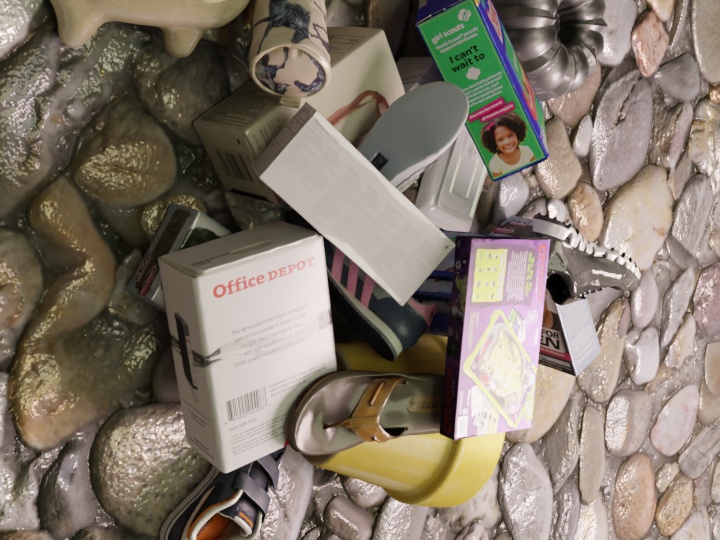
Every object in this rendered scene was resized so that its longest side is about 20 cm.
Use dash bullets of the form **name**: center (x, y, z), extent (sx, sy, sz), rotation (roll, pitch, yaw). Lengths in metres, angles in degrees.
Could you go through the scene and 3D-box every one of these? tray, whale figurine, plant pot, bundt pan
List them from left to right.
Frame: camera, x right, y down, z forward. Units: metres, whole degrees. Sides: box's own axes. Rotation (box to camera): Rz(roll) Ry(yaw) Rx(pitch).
- **whale figurine**: center (-0.191, -0.274, 0.896), extent (0.197, 0.104, 0.161), rotation (-24, 116, -8)
- **plant pot**: center (0.032, 0.158, 1.104), extent (0.186, 0.200, 0.205), rotation (11, 92, -31)
- **tray**: center (0.135, -0.150, 1.237), extent (0.106, 0.022, 0.203), rotation (20, 85, -42)
- **bundt pan**: center (0.248, -0.316, 1.260), extent (0.200, 0.075, 0.206), rotation (-8, 102, -42)

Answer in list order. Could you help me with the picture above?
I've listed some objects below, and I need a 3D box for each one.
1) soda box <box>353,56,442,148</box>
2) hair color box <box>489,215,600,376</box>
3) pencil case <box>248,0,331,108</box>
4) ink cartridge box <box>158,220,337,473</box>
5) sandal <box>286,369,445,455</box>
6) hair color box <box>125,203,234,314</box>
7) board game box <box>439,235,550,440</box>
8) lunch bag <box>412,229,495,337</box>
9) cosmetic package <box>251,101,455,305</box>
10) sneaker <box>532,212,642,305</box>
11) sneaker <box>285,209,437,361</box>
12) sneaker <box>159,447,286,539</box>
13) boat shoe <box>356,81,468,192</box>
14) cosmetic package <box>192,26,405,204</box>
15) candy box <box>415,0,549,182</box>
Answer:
- **soda box**: center (0.026, -0.154, 1.111), extent (0.201, 0.068, 0.064), rotation (-51, 126, -20)
- **hair color box**: center (0.245, 0.034, 1.308), extent (0.060, 0.098, 0.202), rotation (-36, 120, -28)
- **pencil case**: center (-0.067, -0.261, 0.942), extent (0.090, 0.076, 0.203), rotation (81, 7, -65)
- **ink cartridge box**: center (-0.104, 0.068, 0.954), extent (0.143, 0.083, 0.204), rotation (-19, 115, -33)
- **sandal**: center (0.023, 0.143, 0.974), extent (0.197, 0.054, 0.083), rotation (2, 96, -24)
- **hair color box**: center (-0.132, 0.026, 1.015), extent (0.199, 0.060, 0.100), rotation (36, 77, -39)
- **board game box**: center (0.139, 0.067, 1.009), extent (0.118, 0.032, 0.204), rotation (1, 97, -34)
- **lunch bag**: center (0.103, 0.016, 1.116), extent (0.160, 0.197, 0.077), rotation (-38, 124, -47)
- **cosmetic package**: center (-0.005, -0.062, 0.946), extent (0.083, 0.051, 0.200), rotation (-46, 115, 5)
- **sneaker**: center (0.269, 0.004, 1.208), extent (0.198, 0.066, 0.092), rotation (23, 87, -37)
- **sneaker**: center (0.000, 0.000, 1.056), extent (0.082, 0.201, 0.070), rotation (-35, 165, -16)
- **sneaker**: center (-0.125, 0.233, 1.053), extent (0.201, 0.079, 0.079), rotation (-55, 127, -20)
- **boat shoe**: center (0.033, -0.111, 1.024), extent (0.074, 0.086, 0.202), rotation (42, 90, 3)
- **cosmetic package**: center (-0.059, -0.164, 1.014), extent (0.200, 0.103, 0.088), rotation (-41, 124, -25)
- **candy box**: center (0.139, -0.229, 1.112), extent (0.202, 0.076, 0.170), rotation (58, 20, -22)
